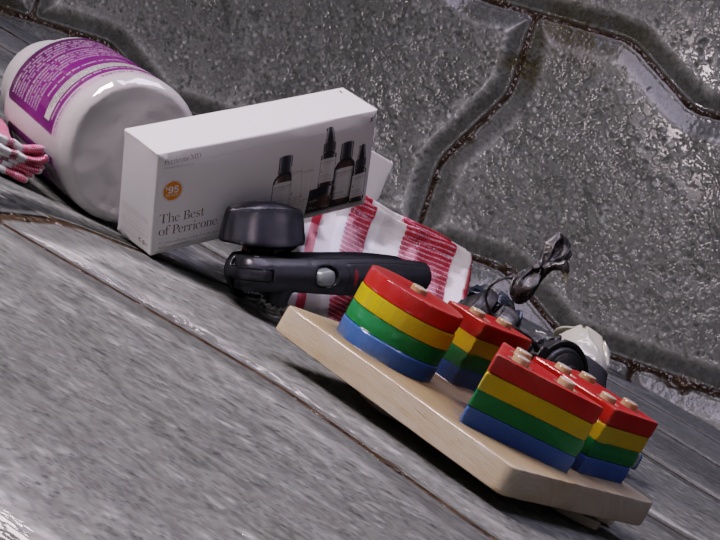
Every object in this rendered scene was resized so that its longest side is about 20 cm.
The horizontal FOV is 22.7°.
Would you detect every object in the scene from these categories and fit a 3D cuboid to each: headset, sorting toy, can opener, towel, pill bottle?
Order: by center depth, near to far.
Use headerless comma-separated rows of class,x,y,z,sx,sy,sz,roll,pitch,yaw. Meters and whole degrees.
sorting toy,0.081,0.073,1.146,0.199,0.070,0.198,34,8,35
towel,-0.328,-0.128,1.282,0.199,0.030,0.146,27,4,-31
headset,0.119,0.053,1.322,0.123,0.094,0.201,33,-24,19
can opener,-0.021,-0.001,1.330,0.199,0.079,0.063,8,12,-41
pill bottle,-0.209,-0.116,1.379,0.112,0.113,0.200,26,5,-34
towel,0.000,0.000,1.409,0.199,0.023,0.145,28,49,-19

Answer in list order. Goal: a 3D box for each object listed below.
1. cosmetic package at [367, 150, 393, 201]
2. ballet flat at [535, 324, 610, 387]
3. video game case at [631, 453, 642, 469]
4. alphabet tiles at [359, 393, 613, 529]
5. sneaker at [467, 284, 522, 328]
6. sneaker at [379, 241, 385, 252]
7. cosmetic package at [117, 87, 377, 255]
cosmetic package,-0.060,-0.077,1.751,0.084,0.108,0.200,27,-7,-21
ballet flat,0.184,0.080,1.608,0.073,0.073,0.200,28,-5,-6
video game case,0.165,0.113,1.550,0.142,0.018,0.200,29,-6,24
alphabet tiles,0.080,0.114,1.209,0.199,0.015,0.196,27,4,-22
sneaker,0.096,0.047,1.620,0.073,0.081,0.200,23,-5,21
sneaker,-0.030,-0.008,1.557,0.145,0.081,0.200,4,5,10
cosmetic package,-0.081,-0.075,1.322,0.199,0.083,0.051,-16,34,-36
